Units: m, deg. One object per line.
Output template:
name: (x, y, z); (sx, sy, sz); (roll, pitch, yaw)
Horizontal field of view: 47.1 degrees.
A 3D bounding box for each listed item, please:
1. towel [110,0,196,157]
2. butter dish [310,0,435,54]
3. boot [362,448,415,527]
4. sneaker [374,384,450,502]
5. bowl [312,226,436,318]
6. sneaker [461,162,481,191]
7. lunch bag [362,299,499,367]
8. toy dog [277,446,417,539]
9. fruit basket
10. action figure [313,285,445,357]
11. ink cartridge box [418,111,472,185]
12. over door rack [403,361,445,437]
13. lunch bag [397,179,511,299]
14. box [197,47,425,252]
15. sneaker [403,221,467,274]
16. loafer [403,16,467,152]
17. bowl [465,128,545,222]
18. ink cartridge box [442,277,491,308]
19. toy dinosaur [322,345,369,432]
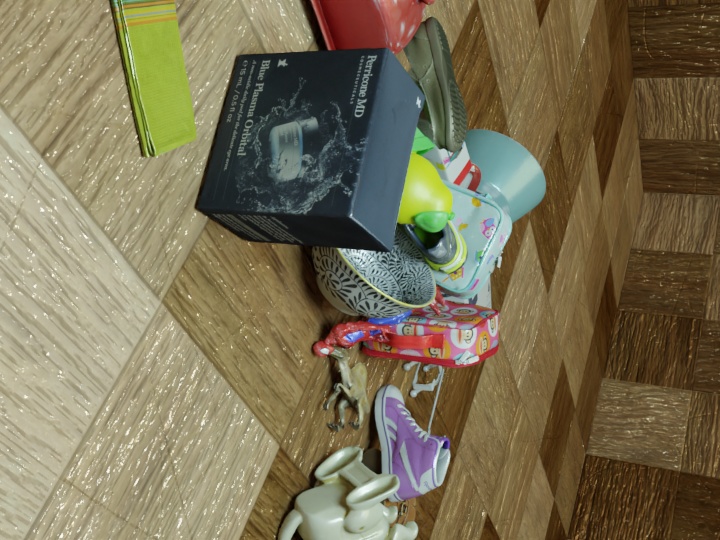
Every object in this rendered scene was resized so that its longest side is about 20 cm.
towel: (-0.203, -0.219, 0.823); (0.086, 0.018, 0.200); (-39, 129, -54)
butter dish: (0.033, -0.377, 1.115); (0.200, 0.148, 0.200); (-63, 147, -36)
boot: (0.039, 0.408, 1.351); (0.155, 0.074, 0.200); (54, 45, -46)
sneaker: (0.090, 0.266, 1.335); (0.073, 0.114, 0.201); (40, 33, -47)
bowl: (0.000, 0.000, 1.147); (0.201, 0.094, 0.201); (33, 29, -21)
sneaker: (0.130, -0.120, 1.438); (0.078, 0.116, 0.200); (18, 115, -32)
lunch bag: (0.106, 0.098, 1.294); (0.176, 0.200, 0.082); (-15, 107, -59)
toy dog: (-0.008, 0.391, 1.179); (0.194, 0.140, 0.200); (-32, 117, -32)
fruit basket: (0.027, -0.124, 1.103); (0.216, 0.155, 0.216); (37, 39, -37)
action figure: (0.025, 0.081, 1.192); (0.065, 0.200, 0.052); (112, -42, -72)
ink cartridge box: (0.102, -0.195, 1.310); (0.067, 0.116, 0.200); (-54, 143, -24)
over door rack: (0.107, 0.184, 1.441); (0.200, 0.067, 0.148); (-84, 163, -53)
lunch bag: (0.124, -0.058, 1.251); (0.160, 0.200, 0.077); (-62, 154, -2)
box: (-0.053, -0.136, 0.934); (0.117, 0.200, 0.197); (36, 62, -60)
sneaker: (0.084, -0.090, 1.188); (0.200, 0.074, 0.081); (58, 11, 25)
loafer: (0.103, -0.259, 1.177); (0.076, 0.067, 0.200); (18, 61, -62)
bowl: (0.221, -0.145, 1.490); (0.105, 0.201, 0.201); (-55, 142, -30)
ink cartridge box: (0.184, 0.022, 1.561); (0.145, 0.084, 0.200); (-43, 133, -53)
toy dinosaur: (-0.008, 0.193, 1.245); (0.101, 0.058, 0.200); (-66, 148, -34)
